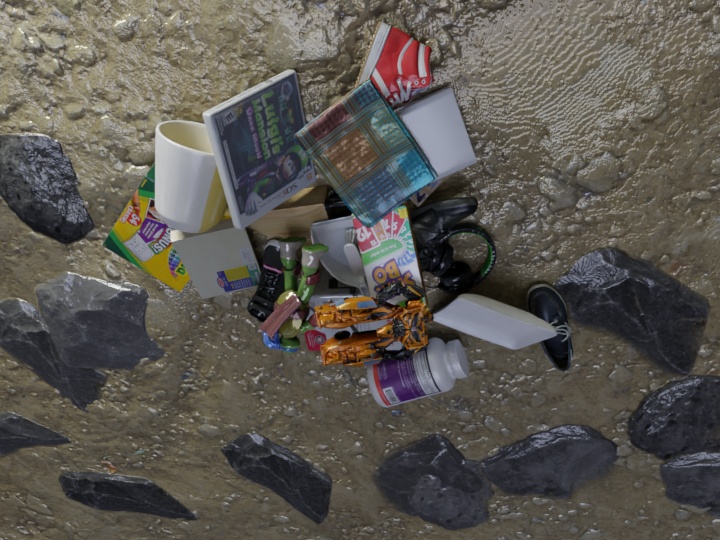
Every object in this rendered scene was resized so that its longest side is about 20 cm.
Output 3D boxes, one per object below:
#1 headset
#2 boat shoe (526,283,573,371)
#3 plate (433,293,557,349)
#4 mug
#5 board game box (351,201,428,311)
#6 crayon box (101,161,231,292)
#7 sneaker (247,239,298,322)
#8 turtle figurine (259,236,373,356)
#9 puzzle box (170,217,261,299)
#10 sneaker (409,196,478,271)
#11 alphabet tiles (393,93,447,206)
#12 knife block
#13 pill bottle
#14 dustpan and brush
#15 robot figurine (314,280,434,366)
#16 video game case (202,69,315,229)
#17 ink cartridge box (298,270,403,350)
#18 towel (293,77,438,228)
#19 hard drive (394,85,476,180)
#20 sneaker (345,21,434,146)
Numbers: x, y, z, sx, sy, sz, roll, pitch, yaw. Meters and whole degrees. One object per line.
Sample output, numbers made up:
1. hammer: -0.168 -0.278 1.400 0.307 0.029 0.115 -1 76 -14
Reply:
1. headset: 0.160 0.003 1.197 0.199 0.094 0.123 -38 115 17
2. boat shoe: 0.375 0.115 1.275 0.074 0.062 0.202 -12 125 17
3. plate: 0.249 0.094 1.242 0.198 0.033 0.200 20 162 -5
4. mug: -0.260 -0.142 1.078 0.185 0.149 0.155 23 114 10
5. board game box: 0.053 -0.010 1.099 0.094 0.030 0.203 -9 111 15
6. crayon box: -0.363 -0.076 1.225 0.172 0.059 0.200 34 124 -18
7. sneaker: -0.168 0.031 1.221 0.070 0.100 0.201 23 146 7
8. turtle figurine: -0.081 0.043 1.150 0.197 0.144 0.197 0 107 -11
9. puzzle box: -0.262 -0.020 1.214 0.131 0.026 0.201 -13 147 -4
10. sneaker: 0.125 -0.056 1.128 0.198 0.116 0.076 -21 168 32
11. alphabet tiles: 0.063 -0.183 1.085 0.167 0.008 0.200 39 104 -22
12. knife block: -0.085 -0.114 1.159 0.199 0.064 0.176 30 124 -15
13. pill bottle: 0.120 0.207 1.347 0.198 0.113 0.113 -20 123 20
14. dustpan and brush: 0.000 0.000 1.160 0.138 0.058 0.201 -9 130 15
15. robot figurine: 0.028 0.096 1.077 0.197 0.058 0.147 -9 111 -5
16. video game case: -0.154 -0.194 1.046 0.023 0.181 0.202 22 137 35
17. ink cartridge box: -0.015 0.079 1.283 0.197 0.084 0.147 -2 126 9
18. towel: 0.012 -0.171 0.987 0.146 0.022 0.200 -35 123 10
19. hard drive: 0.076 -0.197 1.059 0.198 0.025 0.133 -23 115 5
20. sneaker: 0.043 -0.260 0.989 0.111 0.071 0.202 20 102 -4
